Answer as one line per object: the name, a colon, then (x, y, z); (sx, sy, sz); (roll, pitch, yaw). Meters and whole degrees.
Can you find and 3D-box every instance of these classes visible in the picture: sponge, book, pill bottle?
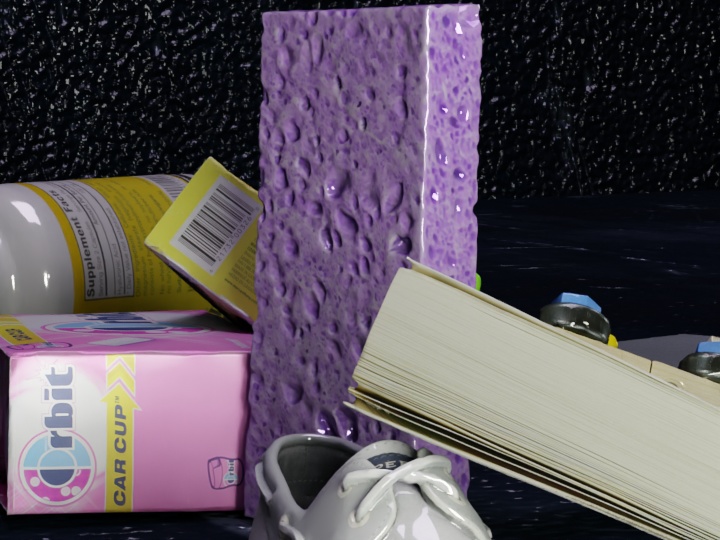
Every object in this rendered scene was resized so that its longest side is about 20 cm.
sponge: (0.000, 0.000, 1.106); (0.030, 0.201, 0.111); (-2, 5, -36)
book: (0.107, 0.063, 0.840); (0.133, 0.048, 0.200); (26, -2, -39)
pill bottle: (-0.166, 0.005, 1.622); (0.199, 0.112, 0.111); (-5, 6, -42)

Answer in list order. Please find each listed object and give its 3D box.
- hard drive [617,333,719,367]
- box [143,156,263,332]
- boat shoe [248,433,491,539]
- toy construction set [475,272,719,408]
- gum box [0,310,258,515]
hard drive: (0.186, 0.058, 1.408); (0.139, 0.033, 0.199); (-5, 6, -41)
box: (-0.029, 0.014, 1.322); (0.075, 0.050, 0.200); (36, -3, 22)
boat shoe: (0.008, 0.085, 0.867); (0.072, 0.069, 0.200); (-2, 4, -10)
toy construction set: (0.085, 0.056, 1.165); (0.199, 0.093, 0.131); (5, -22, -18)
gum box: (-0.105, 0.056, 1.244); (0.113, 0.067, 0.200); (0, 4, -13)
